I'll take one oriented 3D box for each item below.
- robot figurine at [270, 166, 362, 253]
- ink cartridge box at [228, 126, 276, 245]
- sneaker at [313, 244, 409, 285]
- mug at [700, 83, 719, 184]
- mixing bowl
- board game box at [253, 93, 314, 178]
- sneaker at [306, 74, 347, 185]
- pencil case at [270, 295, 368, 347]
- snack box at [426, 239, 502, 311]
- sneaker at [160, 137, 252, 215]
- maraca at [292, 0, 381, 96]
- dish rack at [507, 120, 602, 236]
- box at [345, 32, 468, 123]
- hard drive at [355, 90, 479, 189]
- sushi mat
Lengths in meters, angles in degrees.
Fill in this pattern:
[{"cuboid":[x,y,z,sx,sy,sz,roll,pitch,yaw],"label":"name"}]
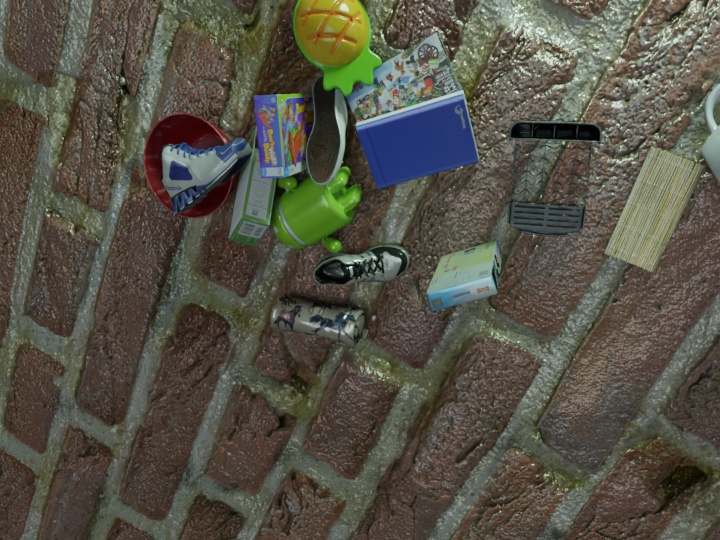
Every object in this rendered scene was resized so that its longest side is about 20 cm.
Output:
[{"cuboid":[-0.092,-0.118,1.161,0.198,0.116,0.176,-27,115,22],"label":"robot figurine"},{"cuboid":[-0.203,-0.164,1.162,0.058,0.204,0.104,13,155,-21],"label":"ink cartridge box"},{"cuboid":[0.000,0.000,1.185,0.196,0.088,0.077,-10,102,18],"label":"sneaker"},{"cuboid":[0.615,-0.215,0.912,0.174,0.146,0.203,-33,65,30],"label":"mug"},{"cuboid":[-0.323,-0.217,1.208,0.196,0.108,0.204,5,108,15],"label":"mixing bowl"},{"cuboid":[-0.127,-0.250,1.087,0.044,0.200,0.137,2,107,16],"label":"board game box"},{"cuboid":[-0.050,-0.249,1.103,0.071,0.085,0.205,1,80,20],"label":"sneaker"},{"cuboid":[-0.084,0.106,1.248,0.196,0.089,0.079,10,80,14],"label":"pencil case"},{"cuboid":[0.189,0.005,1.065,0.114,0.200,0.038,-17,104,21],"label":"snack box"},{"cuboid":[-0.307,-0.200,1.107,0.198,0.081,0.116,-31,98,24],"label":"sneaker"},{"cuboid":[-0.042,-0.410,1.057,0.135,0.107,0.203,-24,87,2],"label":"maraca"},{"cuboid":[0.333,-0.159,1.052,0.150,0.055,0.204,6,108,16],"label":"dish rack"},{"cuboid":[0.081,-0.318,1.091,0.197,0.038,0.139,-23,98,22],"label":"box"},{"cuboid":[0.105,-0.232,1.082,0.196,0.026,0.133,-13,126,15],"label":"hard drive"},{"cuboid":[0.508,-0.104,1.036,0.094,0.012,0.203,21,111,11],"label":"sushi mat"}]
